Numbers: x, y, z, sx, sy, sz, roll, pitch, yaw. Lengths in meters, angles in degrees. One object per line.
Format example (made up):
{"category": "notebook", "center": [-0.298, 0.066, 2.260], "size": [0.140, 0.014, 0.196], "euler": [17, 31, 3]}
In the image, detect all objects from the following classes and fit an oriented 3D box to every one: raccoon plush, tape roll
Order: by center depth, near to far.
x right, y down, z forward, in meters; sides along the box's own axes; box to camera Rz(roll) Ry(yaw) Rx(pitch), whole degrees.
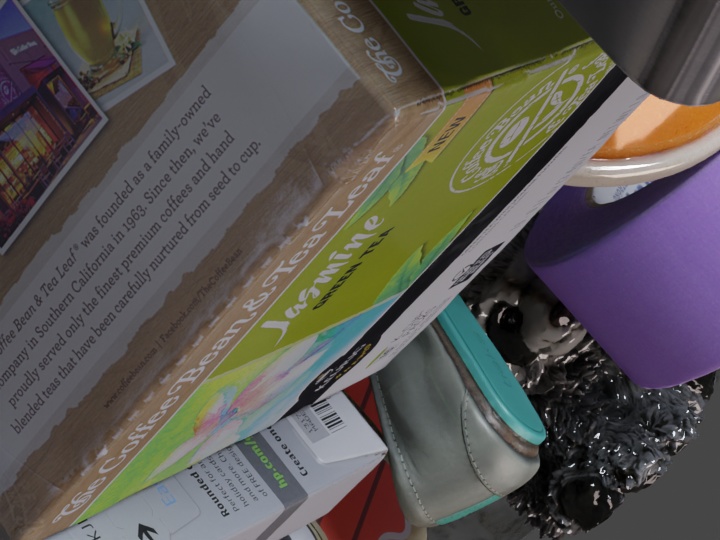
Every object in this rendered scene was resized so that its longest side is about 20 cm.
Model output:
{"category": "tape roll", "center": [0.155, -0.048, 1.045], "size": [0.200, 0.066, 0.200], "euler": [-43, -172, 8]}
{"category": "raccoon plush", "center": [0.051, 0.041, 1.175], "size": [0.097, 0.134, 0.200], "euler": [-49, -169, -32]}

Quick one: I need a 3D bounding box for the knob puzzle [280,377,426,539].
{"category": "knob puzzle", "center": [-0.055, 0.040, 0.982], "size": [0.219, 0.220, 0.030], "euler": [-27, 167, -44]}

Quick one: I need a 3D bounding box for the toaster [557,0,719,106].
{"category": "toaster", "center": [0.105, -0.157, 0.683], "size": [0.181, 0.200, 0.119], "euler": [-34, 163, -23]}

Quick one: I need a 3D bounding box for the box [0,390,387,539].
{"category": "box", "center": [-0.101, 0.036, 0.880], "size": [0.041, 0.156, 0.200], "euler": [-48, 166, 33]}

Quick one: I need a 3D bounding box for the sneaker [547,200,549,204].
{"category": "sneaker", "center": [0.158, -0.041, 1.189], "size": [0.200, 0.087, 0.074], "euler": [-37, 169, -1]}

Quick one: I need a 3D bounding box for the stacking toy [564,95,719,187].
{"category": "stacking toy", "center": [0.082, -0.138, 0.901], "size": [0.146, 0.146, 0.200], "euler": [-32, 153, -31]}

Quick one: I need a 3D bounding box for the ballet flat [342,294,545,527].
{"category": "ballet flat", "center": [0.000, 0.000, 0.992], "size": [0.064, 0.200, 0.067], "euler": [-35, 149, 18]}

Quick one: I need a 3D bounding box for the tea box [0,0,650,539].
{"category": "tea box", "center": [-0.030, -0.051, 0.826], "size": [0.197, 0.134, 0.200], "euler": [-23, 160, -51]}
